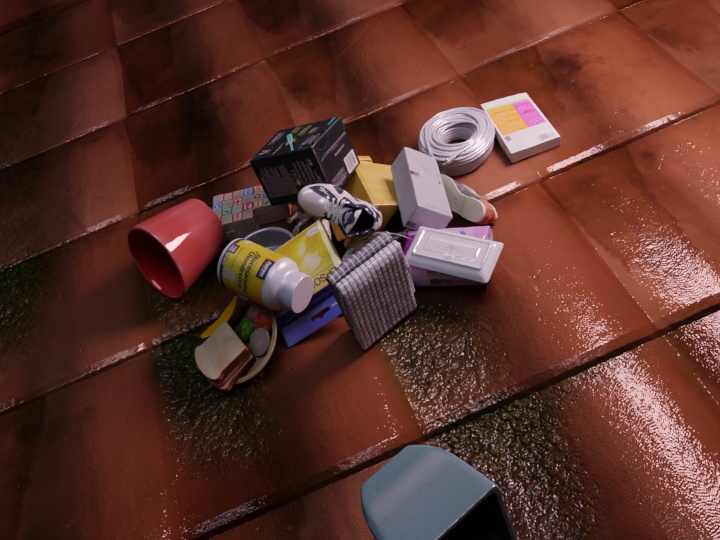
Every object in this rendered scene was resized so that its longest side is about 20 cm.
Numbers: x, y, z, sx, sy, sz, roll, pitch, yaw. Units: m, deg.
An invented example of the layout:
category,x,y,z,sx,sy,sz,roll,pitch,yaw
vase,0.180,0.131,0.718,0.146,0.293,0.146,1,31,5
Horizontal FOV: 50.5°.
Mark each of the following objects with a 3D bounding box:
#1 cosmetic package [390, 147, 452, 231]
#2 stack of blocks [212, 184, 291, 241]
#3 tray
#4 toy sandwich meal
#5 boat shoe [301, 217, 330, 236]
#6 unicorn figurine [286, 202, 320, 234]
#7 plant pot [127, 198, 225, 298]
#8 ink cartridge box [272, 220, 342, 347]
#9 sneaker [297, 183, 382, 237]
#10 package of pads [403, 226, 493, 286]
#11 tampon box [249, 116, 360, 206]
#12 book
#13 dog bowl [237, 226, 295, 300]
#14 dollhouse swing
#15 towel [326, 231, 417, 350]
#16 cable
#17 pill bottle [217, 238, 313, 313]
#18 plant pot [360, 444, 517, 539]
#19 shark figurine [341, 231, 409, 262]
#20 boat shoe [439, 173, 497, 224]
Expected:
category,x,y,z,sx,sy,sz,roll,pitch,yaw
cosmetic package,0.138,-0.181,1.756,0.099,0.075,0.203,15,42,-27
stack of blocks,-0.277,-0.152,1.941,0.194,0.059,0.117,-13,46,7
tray,0.192,-0.041,1.602,0.195,0.022,0.109,14,59,27
toy sandwich meal,-0.267,0.149,1.624,0.201,0.070,0.211,-15,59,27
boat shoe,-0.099,-0.064,1.799,0.070,0.069,0.202,-30,29,26
unicorn figurine,-0.125,-0.150,1.831,0.195,0.075,0.138,-6,30,28
plant pot,-0.433,-0.066,1.838,0.197,0.204,0.177,19,47,32
ink cartridge box,-0.124,0.028,1.664,0.195,0.047,0.203,-32,63,8
sneaker,-0.043,-0.128,1.652,0.195,0.081,0.130,26,9,-8
package of pads,0.190,-0.030,1.660,0.194,0.077,0.123,-2,46,17
tampon box,-0.130,-0.255,1.793,0.196,0.128,0.151,-5,35,36
book,0.399,-0.363,1.914,0.130,0.049,0.203,-19,47,-2
dog bowl,-0.222,-0.019,1.804,0.194,0.059,0.204,-10,46,11
dollhouse swing,0.040,-0.156,1.855,0.183,0.173,0.202,-54,40,25
towel,0.026,0.039,1.567,0.164,0.202,0.085,-37,48,-15
cable,0.242,-0.325,1.916,0.195,0.070,0.202,-22,44,-2
pill bottle,-0.199,0.015,1.612,0.196,0.113,0.113,22,58,27
plant pot,0.108,0.401,1.225,0.194,0.199,0.199,-35,39,-15
shark figurine,0.004,-0.023,1.701,0.216,0.089,0.128,-53,53,12
boat shoe,0.236,-0.165,1.779,0.061,0.073,0.199,3,25,-42
